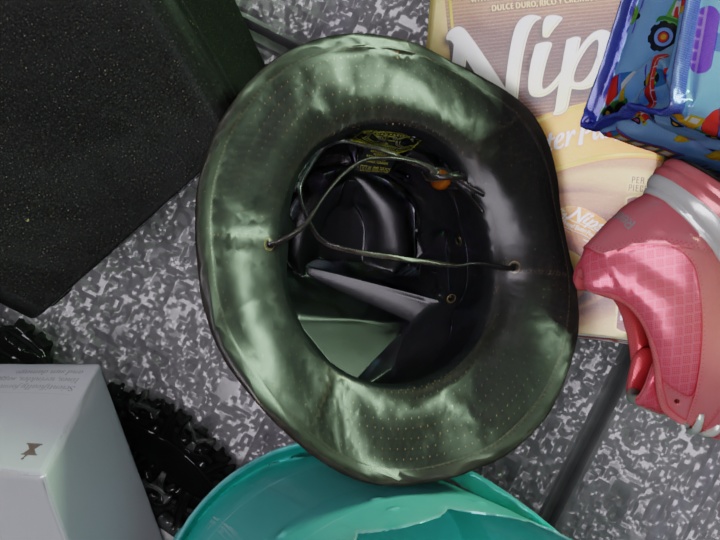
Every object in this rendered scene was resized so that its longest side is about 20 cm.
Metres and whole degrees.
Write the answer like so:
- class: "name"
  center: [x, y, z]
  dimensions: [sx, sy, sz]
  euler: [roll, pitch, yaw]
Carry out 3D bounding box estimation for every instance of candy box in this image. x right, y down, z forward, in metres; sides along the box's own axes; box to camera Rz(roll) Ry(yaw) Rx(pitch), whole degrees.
- class: "candy box"
  center: [0.088, -0.071, 1.339]
  dimensions: [0.115, 0.055, 0.200]
  euler: [5, 96, 10]

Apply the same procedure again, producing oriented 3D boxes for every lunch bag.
- class: "lunch bag"
  center: [0.204, -0.140, 1.279]
  dimensions: [0.150, 0.094, 0.200]
  euler: [16, 82, -19]

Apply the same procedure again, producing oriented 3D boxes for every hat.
- class: "hat"
  center: [0.000, 0.000, 1.281]
  dimensions: [0.200, 0.081, 0.201]
  euler: [6, 76, -24]

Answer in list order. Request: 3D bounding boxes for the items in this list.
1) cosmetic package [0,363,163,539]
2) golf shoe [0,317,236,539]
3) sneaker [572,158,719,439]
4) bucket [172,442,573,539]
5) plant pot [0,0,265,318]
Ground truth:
- class: "cosmetic package"
  center: [-0.154, 0.142, 1.331]
  dimensions: [0.113, 0.081, 0.200]
  euler: [1, 127, 20]
- class: "golf shoe"
  center: [-0.143, 0.098, 1.394]
  dimensions: [0.200, 0.078, 0.095]
  euler: [33, 121, 5]
- class: "sneaker"
  center: [0.164, 0.049, 1.302]
  dimensions: [0.087, 0.074, 0.200]
  euler: [-36, 104, -9]
- class: "bucket"
  center: [0.004, 0.179, 1.292]
  dimensions: [0.207, 0.135, 0.207]
  euler: [-8, 107, -26]
- class: "plant pot"
  center: [-0.150, -0.098, 1.321]
  dimensions: [0.200, 0.200, 0.177]
  euler: [-42, 98, 10]
